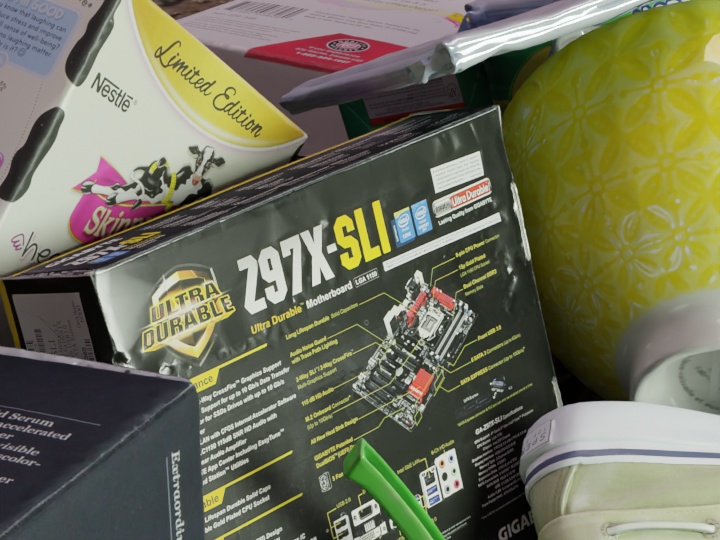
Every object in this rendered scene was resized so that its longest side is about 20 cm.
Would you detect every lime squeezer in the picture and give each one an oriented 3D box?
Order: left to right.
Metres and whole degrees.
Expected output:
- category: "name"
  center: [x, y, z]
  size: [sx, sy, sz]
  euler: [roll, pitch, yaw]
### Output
- category: "lime squeezer"
  center: [0.071, 0.107, 0.790]
  size: [0.199, 0.071, 0.038]
  euler: [21, 24, -18]

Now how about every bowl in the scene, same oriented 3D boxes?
- category: "bowl"
  center: [0.141, 0.007, 0.883]
  size: [0.199, 0.200, 0.108]
  euler: [3, 51, 10]

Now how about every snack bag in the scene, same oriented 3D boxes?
- category: "snack bag"
  center: [0.078, -0.101, 0.908]
  size: [0.199, 0.021, 0.188]
  euler: [-21, 6, -19]

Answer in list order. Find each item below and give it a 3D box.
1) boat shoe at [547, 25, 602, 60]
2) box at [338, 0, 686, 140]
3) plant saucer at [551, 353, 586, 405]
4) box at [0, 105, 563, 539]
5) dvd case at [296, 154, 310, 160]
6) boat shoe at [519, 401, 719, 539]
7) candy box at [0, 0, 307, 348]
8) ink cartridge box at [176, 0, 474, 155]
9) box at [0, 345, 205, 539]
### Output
- category: "boat shoe"
  center: [0.168, -0.076, 0.930]
  size: [0.201, 0.086, 0.075]
  euler: [2, 39, 7]
- category: "box"
  center: [0.101, -0.097, 1.084]
  size: [0.200, 0.049, 0.117]
  euler: [-22, 9, -33]
- category: "plant saucer"
  center: [0.018, 0.030, 1.029]
  size: [0.199, 0.037, 0.201]
  euler: [-2, 22, 1]
- category: "box"
  center: [-0.013, 0.047, 0.808]
  size: [0.049, 0.160, 0.200]
  euler: [-4, 15, 44]
- category: "dvd case"
  center: [-0.003, -0.033, 1.076]
  size: [0.199, 0.016, 0.148]
  euler: [4, -5, -33]
- category: "boat shoe"
  center: [0.151, 0.090, 0.842]
  size: [0.199, 0.072, 0.062]
  euler: [4, 59, -8]
- category: "candy box"
  center: [-0.110, 0.009, 0.805]
  size: [0.061, 0.201, 0.136]
  euler: [23, -7, 30]
- category: "ink cartridge box"
  center: [0.003, -0.103, 1.304]
  size: [0.147, 0.086, 0.200]
  euler: [13, 24, 34]
- category: "box"
  center: [-0.128, 0.124, 0.647]
  size: [0.104, 0.149, 0.200]
  euler: [8, 22, 23]
